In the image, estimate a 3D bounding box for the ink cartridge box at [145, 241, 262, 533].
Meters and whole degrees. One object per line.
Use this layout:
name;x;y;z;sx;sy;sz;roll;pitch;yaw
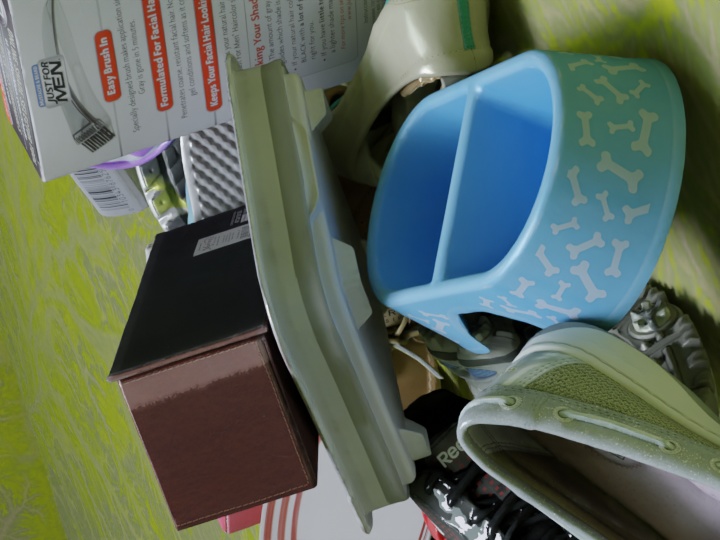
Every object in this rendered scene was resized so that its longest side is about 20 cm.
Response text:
ink cartridge box;-0.093;0.078;1.349;0.147;0.082;0.201;60;161;28

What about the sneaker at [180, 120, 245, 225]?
sneaker;-0.060;-0.021;0.997;0.082;0.073;0.202;-82;-4;-64

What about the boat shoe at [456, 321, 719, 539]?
boat shoe;0.127;0.095;0.644;0.201;0.065;0.075;37;133;17

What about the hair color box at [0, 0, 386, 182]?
hair color box;-0.076;-0.131;0.878;0.064;0.198;0.112;53;155;41

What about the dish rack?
dish rack;-0.011;0.008;0.862;0.201;0.043;0.173;68;-171;-51

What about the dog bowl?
dog bowl;0.058;-0.029;0.741;0.200;0.049;0.113;166;117;-69

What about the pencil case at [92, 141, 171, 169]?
pencil case;-0.144;-0.138;1.021;0.084;0.085;0.201;50;-160;-37

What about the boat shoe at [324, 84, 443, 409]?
boat shoe;0.000;0.000;1.004;0.063;0.073;0.202;157;95;-71

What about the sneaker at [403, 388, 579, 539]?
sneaker;0.074;0.121;0.892;0.098;0.071;0.200;59;172;-35

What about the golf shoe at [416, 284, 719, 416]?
golf shoe;0.105;0.057;0.793;0.098;0.078;0.200;55;172;-22

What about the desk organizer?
desk organizer;-0.061;0.037;0.862;0.200;0.071;0.078;-91;-18;-72

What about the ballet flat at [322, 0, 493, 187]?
ballet flat;0.022;-0.073;0.872;0.070;0.069;0.200;65;162;15

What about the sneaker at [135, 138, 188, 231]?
sneaker;-0.074;-0.032;1.111;0.200;0.074;0.085;52;179;-26

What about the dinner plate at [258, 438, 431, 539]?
dinner plate;-0.002;0.137;1.093;0.200;0.024;0.202;-39;41;44

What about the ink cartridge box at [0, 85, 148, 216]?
ink cartridge box;-0.188;-0.170;1.206;0.198;0.047;0.202;58;-157;-60

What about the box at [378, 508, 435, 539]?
box;0.041;0.230;1.174;0.161;0.049;0.200;64;162;9
